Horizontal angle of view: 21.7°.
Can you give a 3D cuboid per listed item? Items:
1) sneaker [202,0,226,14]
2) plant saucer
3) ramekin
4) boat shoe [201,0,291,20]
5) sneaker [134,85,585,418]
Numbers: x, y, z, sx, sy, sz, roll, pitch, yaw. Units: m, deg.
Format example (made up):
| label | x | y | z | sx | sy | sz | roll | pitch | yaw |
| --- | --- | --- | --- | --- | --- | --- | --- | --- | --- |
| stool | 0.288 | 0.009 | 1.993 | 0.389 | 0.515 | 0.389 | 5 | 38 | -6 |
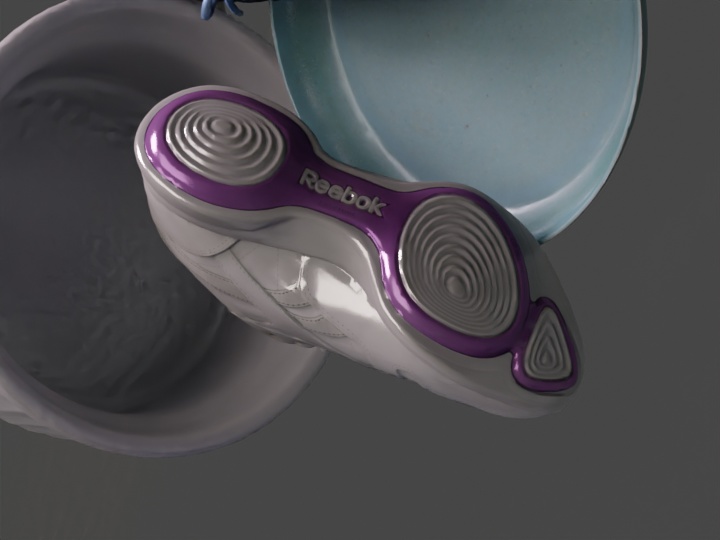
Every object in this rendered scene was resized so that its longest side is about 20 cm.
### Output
| label | x | y | z | sx | sy | sz | roll | pitch | yaw |
| --- | --- | --- | --- | --- | --- | --- | --- | --- | --- |
| sneaker | -0.098 | -0.175 | 0.948 | 0.085 | 0.077 | 0.201 | 39 | 113 | 52 |
| plant saucer | 0.039 | -0.104 | 0.757 | 0.200 | 0.027 | 0.201 | 19 | 117 | 42 |
| ramekin | -0.110 | -0.016 | 0.841 | 0.098 | 0.199 | 0.202 | -11 | 75 | 57 |
| boat shoe | -0.032 | -0.146 | 0.739 | 0.199 | 0.069 | 0.084 | -13 | 108 | 49 |
| sneaker | 0.000 | 0.000 | 0.760 | 0.199 | 0.075 | 0.100 | 32 | 152 | 10 |
